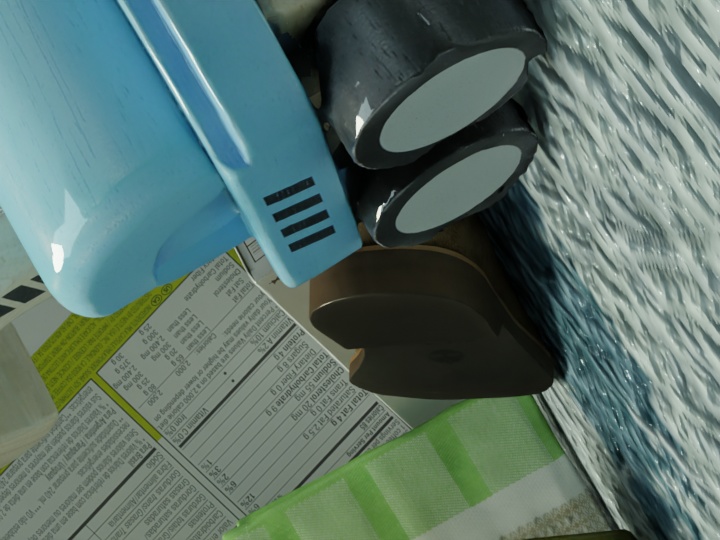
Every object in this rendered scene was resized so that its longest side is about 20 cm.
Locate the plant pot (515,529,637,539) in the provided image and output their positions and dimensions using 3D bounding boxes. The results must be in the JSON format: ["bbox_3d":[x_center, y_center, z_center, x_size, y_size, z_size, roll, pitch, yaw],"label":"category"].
[{"bbox_3d":[0.055,0.167,0.631,0.200,0.199,0.143,81,-176,-82],"label":"plant pot"}]

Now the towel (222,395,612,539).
[{"bbox_3d":[0.052,0.162,0.745,0.201,0.149,0.031,62,-173,2],"label":"towel"}]

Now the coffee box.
[{"bbox_3d":[-0.096,0.088,0.899,0.198,0.200,0.200,43,178,0],"label":"coffee box"}]

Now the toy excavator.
[{"bbox_3d":[-0.065,-0.021,0.441,0.100,0.199,0.195,60,177,16],"label":"toy excavator"}]

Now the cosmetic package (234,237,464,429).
[{"bbox_3d":[0.000,0.000,0.726,0.083,0.051,0.200,61,-173,30],"label":"cosmetic package"}]

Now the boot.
[{"bbox_3d":[0.026,0.000,0.614,0.200,0.073,0.076,62,-155,-71],"label":"boot"}]
